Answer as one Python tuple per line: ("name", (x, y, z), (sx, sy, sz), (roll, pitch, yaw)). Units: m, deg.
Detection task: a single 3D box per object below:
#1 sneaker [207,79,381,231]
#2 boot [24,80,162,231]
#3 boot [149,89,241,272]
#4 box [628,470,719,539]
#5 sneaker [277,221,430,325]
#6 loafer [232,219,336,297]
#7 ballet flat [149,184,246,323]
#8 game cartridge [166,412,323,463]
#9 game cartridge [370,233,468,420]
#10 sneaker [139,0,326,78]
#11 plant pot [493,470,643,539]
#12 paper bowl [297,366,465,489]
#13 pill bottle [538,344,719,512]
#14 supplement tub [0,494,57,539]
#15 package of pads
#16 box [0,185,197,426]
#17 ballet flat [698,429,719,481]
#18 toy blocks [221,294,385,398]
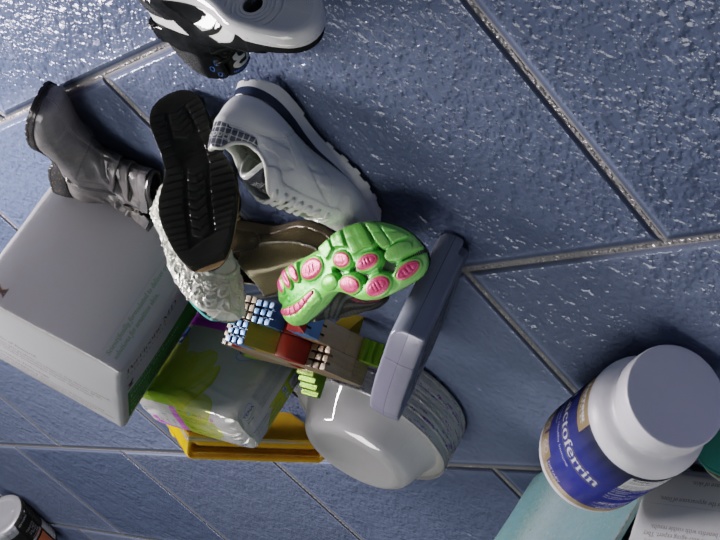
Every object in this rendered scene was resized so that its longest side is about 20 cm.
("sneaker", (-0.061, -0.083, 1.222), (0.076, 0.081, 0.200), (-8, 136, 49))
("boot", (-0.276, -0.122, 1.422), (0.131, 0.070, 0.200), (21, 160, 11))
("boot", (-0.137, -0.058, 1.268), (0.077, 0.201, 0.139), (-15, 145, 6))
("box", (0.390, 0.297, 1.280), (0.199, 0.132, 0.199), (38, 155, -34))
("sneaker", (0.000, 0.000, 1.257), (0.199, 0.083, 0.077), (-18, 81, 50))
("loafer", (-0.083, -0.007, 1.387), (0.199, 0.068, 0.076), (3, 142, 45))
("ballet flat", (-0.169, -0.030, 1.360), (0.200, 0.071, 0.072), (55, 172, 41))
("game cartridge", (-0.151, 0.209, 1.699), (0.175, 0.033, 0.200), (4, -178, -15))
("game cartridge", (0.053, 0.065, 1.287), (0.040, 0.134, 0.200), (21, 152, 5))
("sneaker", (-0.094, -0.198, 1.085), (0.199, 0.073, 0.112), (26, 157, 32))
("plant pot", (0.255, 0.316, 1.439), (0.199, 0.197, 0.196), (8, 146, 54))
("paper bowl", (0.015, 0.179, 1.555), (0.199, 0.105, 0.201), (24, 153, 13))
("pill bottle", (0.250, 0.147, 1.230), (0.115, 0.116, 0.200), (32, 153, 1))
("supplement tub", (-0.818, 0.645, 3.220), (0.122, 0.123, 0.201), (10, 145, 37))
("package of pads", (-0.170, 0.124, 1.605), (0.199, 0.155, 0.068), (8, 145, 39))
("box", (-0.309, 0.031, 1.550), (0.199, 0.200, 0.172), (27, 152, 7))
("ballet flat", (0.385, 0.158, 1.173), (0.071, 0.070, 0.200), (13, 160, -22))
("toy blocks", (-0.085, 0.070, 1.432), (0.199, 0.101, 0.136), (11, 169, 37))
